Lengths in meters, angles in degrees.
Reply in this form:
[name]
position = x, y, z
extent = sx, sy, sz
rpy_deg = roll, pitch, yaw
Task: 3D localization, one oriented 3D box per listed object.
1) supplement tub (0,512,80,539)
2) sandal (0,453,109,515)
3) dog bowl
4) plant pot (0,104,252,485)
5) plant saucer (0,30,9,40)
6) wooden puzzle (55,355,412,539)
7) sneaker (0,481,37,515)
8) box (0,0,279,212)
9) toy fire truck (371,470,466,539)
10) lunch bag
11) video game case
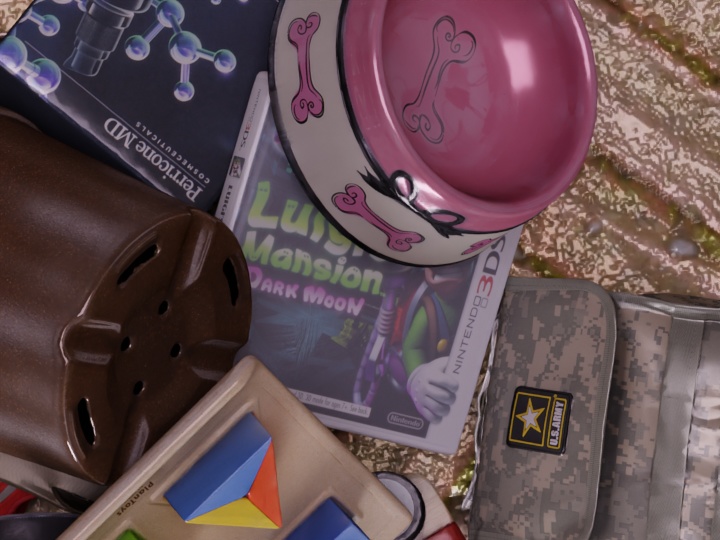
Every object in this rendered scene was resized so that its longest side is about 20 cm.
[supplement tub]
position = -0.178, 0.237, 1.458
extent = 0.107, 0.107, 0.200
rpy_deg = -5, 75, -2
[sandal]
position = -0.143, 0.109, 1.495
extent = 0.200, 0.054, 0.080
rpy_deg = 13, 102, 2
[dog bowl]
position = 0.049, -0.105, 1.462
extent = 0.200, 0.074, 0.200
rpy_deg = 8, 76, -37
[plant pot]
position = -0.177, 0.013, 1.400
extent = 0.198, 0.200, 0.200
rpy_deg = 20, 88, 31
[plant saucer]
position = -0.197, -0.041, 1.571
extent = 0.200, 0.037, 0.200
rpy_deg = 0, 89, -1
[wooden puzzle]
position = -0.072, 0.160, 1.398
extent = 0.185, 0.200, 0.046
rpy_deg = -44, 49, -2
[sneaker]
position = -0.137, 0.099, 1.558
extent = 0.200, 0.077, 0.085
rpy_deg = -18, 95, 8
[box]
position = -0.103, -0.138, 1.512
extent = 0.148, 0.107, 0.200
rpy_deg = 39, 74, -8
[toy fire truck]
position = 0.009, 0.239, 1.541
extent = 0.176, 0.129, 0.200
rpy_deg = -32, 80, -2
[lunch bag]
position = 0.162, 0.094, 1.539
extent = 0.200, 0.118, 0.164
rpy_deg = 7, 87, 10
[video game case]
position = 0.000, 0.000, 1.499
extent = 0.200, 0.023, 0.182
rpy_deg = 16, 91, -36
